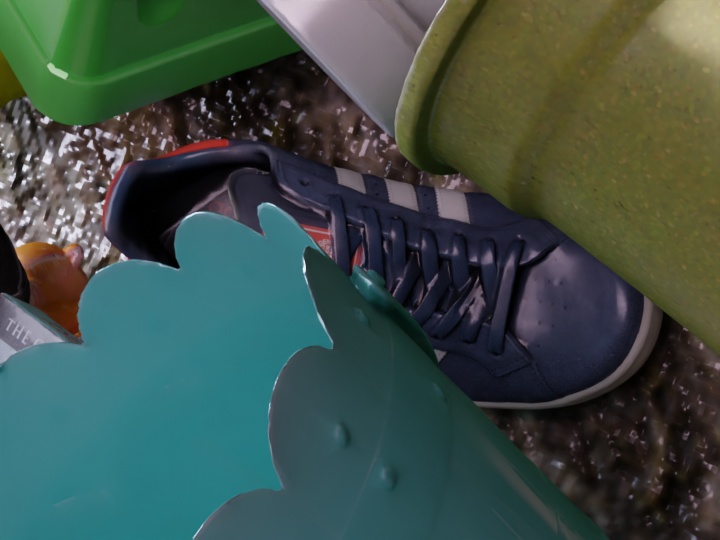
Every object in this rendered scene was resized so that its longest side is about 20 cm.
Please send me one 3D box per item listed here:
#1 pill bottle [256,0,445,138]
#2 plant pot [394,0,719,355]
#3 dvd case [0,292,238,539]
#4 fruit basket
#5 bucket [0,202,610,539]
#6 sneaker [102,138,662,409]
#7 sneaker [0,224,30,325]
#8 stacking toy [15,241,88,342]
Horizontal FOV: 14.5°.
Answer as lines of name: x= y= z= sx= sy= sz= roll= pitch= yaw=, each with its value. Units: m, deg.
pill bottle: x=0.053 y=-0.140 z=0.892 sx=0.200 sy=0.113 sz=0.113 roll=-44 pitch=63 yaw=1
plant pot: x=0.143 y=-0.040 z=0.821 sx=0.200 sy=0.200 sz=0.184 roll=-47 pitch=74 yaw=16
dvd case: x=-0.121 y=0.123 z=0.911 sx=0.146 sy=0.022 sz=0.200 roll=33 pitch=95 yaw=45
fruit basket: x=-0.106 y=-0.134 z=1.017 sx=0.216 sy=0.155 sz=0.216 roll=45 pitch=147 yaw=41
bucket: x=-0.037 y=0.099 z=0.755 sx=0.207 sy=0.135 sz=0.207 roll=-40 pitch=25 yaw=23
sneaker: x=0.000 y=0.000 z=0.944 sx=0.199 sy=0.084 sz=0.075 roll=9 pitch=88 yaw=31
sneaker: x=-0.176 y=-0.059 z=0.981 sx=0.200 sy=0.079 sz=0.095 roll=50 pitch=131 yaw=17
stacking toy: x=-0.075 y=0.058 z=0.980 sx=0.116 sy=0.110 sz=0.200 roll=-52 pitch=51 yaw=13
